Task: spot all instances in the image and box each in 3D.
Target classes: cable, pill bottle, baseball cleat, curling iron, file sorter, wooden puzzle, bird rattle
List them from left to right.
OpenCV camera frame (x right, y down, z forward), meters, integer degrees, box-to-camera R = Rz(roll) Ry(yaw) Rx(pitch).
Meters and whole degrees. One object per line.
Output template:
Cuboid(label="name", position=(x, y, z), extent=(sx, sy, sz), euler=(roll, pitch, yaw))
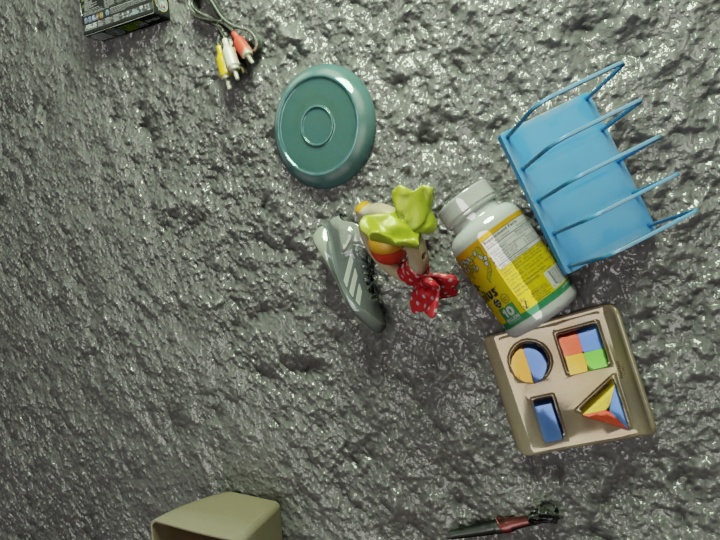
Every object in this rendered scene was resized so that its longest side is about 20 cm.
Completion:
Cuboid(label="cable", position=(-0.241, -0.424, 0.935), extent=(0.096, 0.050, 0.203), euler=(-33, 84, 25))
Cuboid(label="baseball cleat", position=(0.000, 0.000, 0.868), extent=(0.106, 0.070, 0.202), euler=(-36, 85, 18))
Cuboid(label="bird rattle", position=(0.065, -0.033, 0.785), extent=(0.113, 0.202, 0.162), euler=(-45, 42, -17))
Cuboid(label="curling iron", position=(0.219, 0.393, 0.836), extent=(0.198, 0.026, 0.050), euler=(-28, 121, 30))
Cuboid(label="pill bottle", position=(0.197, -0.020, 0.744), extent=(0.112, 0.112, 0.202), euler=(-37, 81, 25))
Cuboid(label="wooden puzzle", position=(0.290, 0.164, 0.761), extent=(0.197, 0.046, 0.189), euler=(-19, 89, 27))
Cuboid(label="file sorter", position=(0.286, -0.121, 0.653), extent=(0.136, 0.123, 0.204), euler=(-25, 86, -4))

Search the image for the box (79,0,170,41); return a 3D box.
Cuboid(label="box", position=(-0.461, -0.551, 1.030), extent=(0.196, 0.044, 0.165), euler=(-3, 95, 26))

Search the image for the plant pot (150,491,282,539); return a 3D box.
Cuboid(label="plant pot", position=(-0.245, 0.531, 1.000), extent=(0.196, 0.176, 0.205), euler=(0, 98, 25))

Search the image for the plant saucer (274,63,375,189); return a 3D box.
Cuboid(label="plant saucer", position=(-0.068, -0.240, 0.891), extent=(0.196, 0.027, 0.206), euler=(4, 99, 25))
